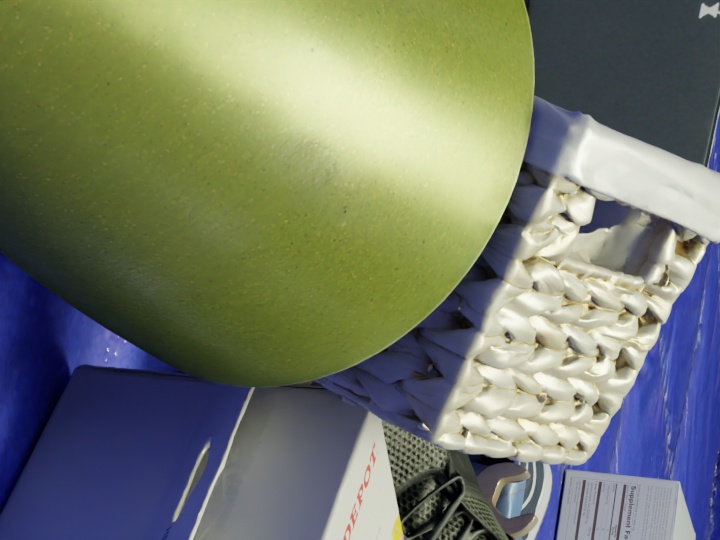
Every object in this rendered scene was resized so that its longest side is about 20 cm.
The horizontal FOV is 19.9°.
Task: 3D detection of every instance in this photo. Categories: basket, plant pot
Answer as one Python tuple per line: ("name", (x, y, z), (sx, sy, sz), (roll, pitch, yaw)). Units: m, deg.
("basket", (0.012, -0.022, 0.760), (0.135, 0.200, 0.124), (14, 102, -55))
("plant pot", (-0.074, -0.074, 0.617), (0.200, 0.187, 0.188), (25, 70, -57))

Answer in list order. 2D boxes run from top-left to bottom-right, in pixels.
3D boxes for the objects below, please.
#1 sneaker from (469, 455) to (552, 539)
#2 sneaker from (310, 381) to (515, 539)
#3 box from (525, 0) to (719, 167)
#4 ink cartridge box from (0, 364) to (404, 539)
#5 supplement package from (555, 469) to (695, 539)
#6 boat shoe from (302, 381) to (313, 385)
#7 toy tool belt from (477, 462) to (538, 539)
("sneaker", (0.079, 0.196, 1.396), (0.109, 0.070, 0.201), (57, 43, -59))
("sneaker", (0.043, 0.123, 0.884), (0.076, 0.114, 0.200), (-34, 127, -17))
("box", (0.111, -0.146, 1.030), (0.149, 0.107, 0.200), (94, -9, -45))
("ink cartridge box", (-0.058, 0.134, 0.779), (0.129, 0.125, 0.200), (-70, 157, -44))
("supplement package", (0.253, 0.295, 1.970), (0.200, 0.111, 0.156), (60, 38, -65))
("boat shoe", (-0.019, 0.063, 0.929), (0.200, 0.072, 0.076), (-39, 130, -43))
("toy tool belt", (0.065, 0.169, 1.236), (0.125, 0.123, 0.201), (4, 91, -75))
